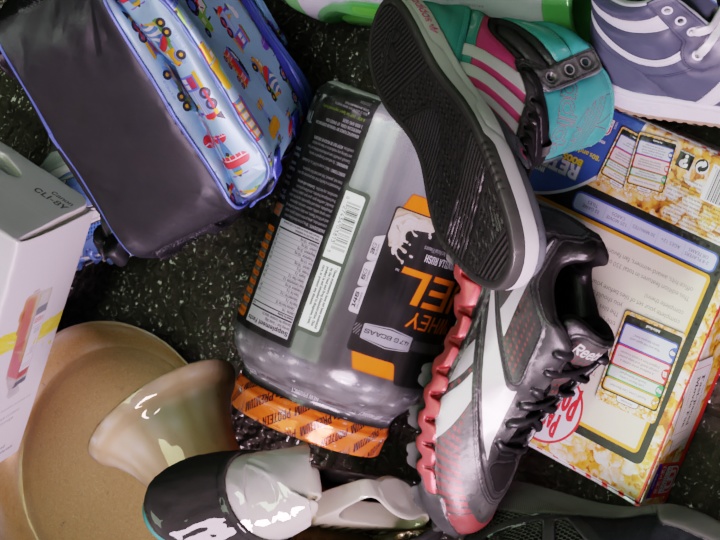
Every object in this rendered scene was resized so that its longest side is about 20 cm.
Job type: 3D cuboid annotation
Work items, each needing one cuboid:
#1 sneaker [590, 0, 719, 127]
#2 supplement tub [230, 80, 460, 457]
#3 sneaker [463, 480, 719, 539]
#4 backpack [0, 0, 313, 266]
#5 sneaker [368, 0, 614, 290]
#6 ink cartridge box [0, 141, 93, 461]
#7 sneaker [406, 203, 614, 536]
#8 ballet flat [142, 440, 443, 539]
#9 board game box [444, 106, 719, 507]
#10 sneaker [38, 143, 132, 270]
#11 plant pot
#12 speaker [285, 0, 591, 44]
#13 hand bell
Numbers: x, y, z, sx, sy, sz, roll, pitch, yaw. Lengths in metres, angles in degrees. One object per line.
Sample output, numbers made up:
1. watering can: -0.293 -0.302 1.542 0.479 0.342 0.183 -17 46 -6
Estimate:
1. sneaker: 0.214 -0.130 1.118 0.198 0.109 0.071 6 55 22
2. supplement tub: 0.000 0.000 1.235 0.122 0.122 0.202 22 95 28
3. sneaker: 0.130 0.182 1.151 0.198 0.077 0.115 5 46 38
4. backpack: -0.114 -0.127 1.262 0.134 0.200 0.183 -23 108 23
5. sneaker: 0.089 -0.070 1.132 0.084 0.120 0.201 115 144 -43
6. ink cartridge box: -0.273 0.016 1.344 0.144 0.083 0.201 31 119 17
7. sneaker: 0.087 0.057 1.165 0.097 0.071 0.202 16 95 31
8. ballet flat: -0.029 0.132 1.213 0.068 0.199 0.069 -39 53 42
9. board game box: 0.143 0.012 1.203 0.151 0.046 0.202 27 101 27
10. sneaker: -0.194 -0.029 1.376 0.200 0.075 0.077 -47 65 22
11. plant pot: -0.165 0.134 1.383 0.198 0.027 0.202 -1 87 28
12. speaker: 0.050 -0.180 1.240 0.198 0.088 0.089 12 94 29
13. hand bell: -0.071 0.164 1.253 0.104 0.104 0.201 -42 68 21
